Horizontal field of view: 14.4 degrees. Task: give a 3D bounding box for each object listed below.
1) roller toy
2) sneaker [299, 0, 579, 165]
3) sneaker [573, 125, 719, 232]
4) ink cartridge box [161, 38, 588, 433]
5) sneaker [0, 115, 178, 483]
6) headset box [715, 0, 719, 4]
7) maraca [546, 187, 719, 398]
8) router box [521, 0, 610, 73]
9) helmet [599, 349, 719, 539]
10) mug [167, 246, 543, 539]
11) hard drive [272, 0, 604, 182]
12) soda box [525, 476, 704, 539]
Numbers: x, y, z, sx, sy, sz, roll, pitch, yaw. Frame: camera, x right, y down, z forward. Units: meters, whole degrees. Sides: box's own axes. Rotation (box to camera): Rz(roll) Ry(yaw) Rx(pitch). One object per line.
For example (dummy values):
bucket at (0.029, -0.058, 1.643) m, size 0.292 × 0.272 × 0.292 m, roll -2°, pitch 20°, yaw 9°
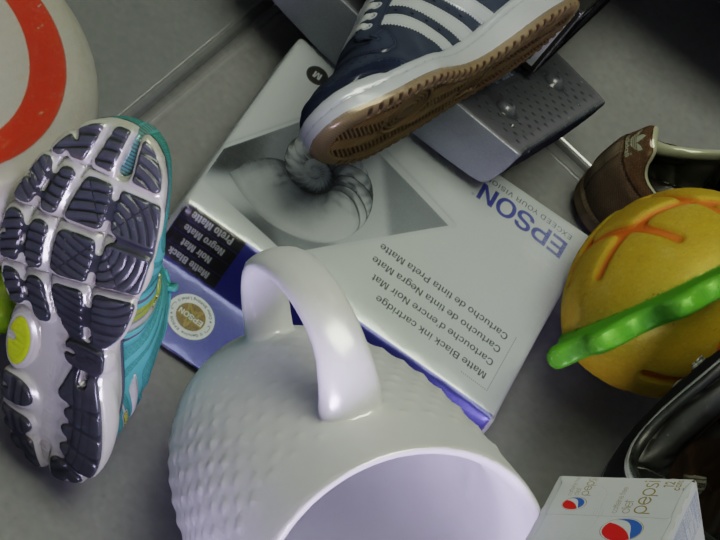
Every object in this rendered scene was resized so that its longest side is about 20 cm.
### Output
roller toy at (-0.226, -0.075, 1.361) m, size 0.199 × 0.140 × 0.183 m, roll 11°, pitch 56°, yaw -20°
sneaker at (0.016, -0.133, 1.461) m, size 0.200 × 0.070 × 0.109 m, roll -32°, pitch 79°, yaw -41°
sneaker at (0.221, -0.023, 1.596) m, size 0.199 × 0.076 × 0.071 m, roll 17°, pitch 54°, yaw -16°
ink cartridge box at (0.000, 0.000, 1.492) m, size 0.199 × 0.041 × 0.200 m, roll 34°, pitch 51°, yaw -4°
sneaker at (-0.123, 0.005, 1.334) m, size 0.077 × 0.200 × 0.080 m, roll 27°, pitch 40°, yaw 15°
headset box at (0.264, -0.210, 1.681) m, size 0.200 × 0.093 × 0.174 m, roll 39°, pitch 32°, yaw -9°
maraca at (0.162, 0.015, 1.483) m, size 0.107 × 0.137 × 0.200 m, roll 62°, pitch 17°, yaw 1°
router box at (0.087, -0.210, 1.623) m, size 0.157 × 0.052 × 0.200 m, roll 42°, pitch 32°, yaw 2°
helmet at (0.198, 0.143, 1.402) m, size 0.200 × 0.200 × 0.191 m, roll 38°, pitch 72°, yaw 0°
mug at (-0.018, 0.083, 1.321) m, size 0.147 × 0.201 × 0.175 m, roll -17°, pitch 31°, yaw -17°
hard drive at (0.031, -0.133, 1.564) m, size 0.200 × 0.042 × 0.135 m, roll 43°, pitch 31°, yaw 9°
soda box at (0.127, 0.194, 1.297) m, size 0.068 × 0.201 × 0.064 m, roll 0°, pitch 27°, yaw 23°
